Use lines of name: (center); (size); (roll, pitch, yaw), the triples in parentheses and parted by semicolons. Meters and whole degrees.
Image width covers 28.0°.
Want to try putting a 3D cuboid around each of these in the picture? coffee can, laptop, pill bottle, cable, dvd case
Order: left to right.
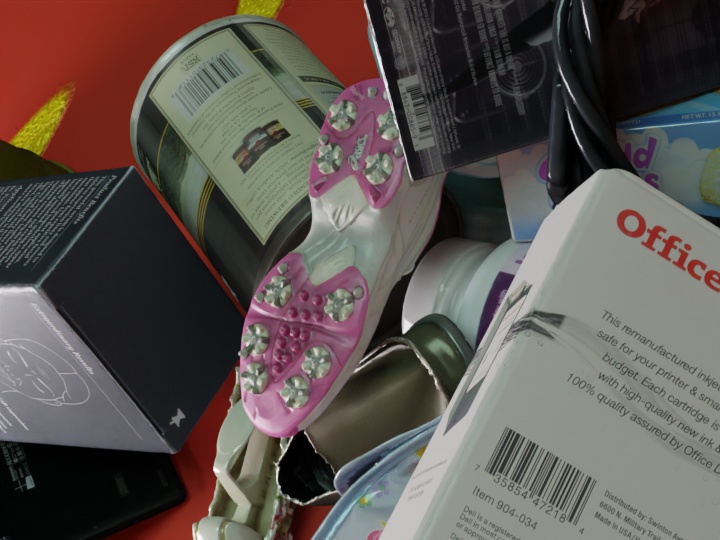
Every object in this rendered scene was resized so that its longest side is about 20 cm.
laptop: (-0.238, 0.163, 1.049); (0.198, 0.117, 0.188); (-22, 51, -12)
coffee can: (-0.045, -0.054, 0.938); (0.146, 0.146, 0.200); (-45, 49, 6)
dvd case: (0.100, -0.144, 0.721); (0.197, 0.150, 0.016); (-17, 19, -3)
pill bottle: (0.123, 0.040, 0.795); (0.198, 0.112, 0.113); (15, 75, 38)
cable: (0.172, -0.092, 0.690); (0.161, 0.051, 0.203); (7, 107, 12)

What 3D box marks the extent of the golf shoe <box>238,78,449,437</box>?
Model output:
golf shoe: (0.000, 0.000, 0.794); (0.075, 0.091, 0.202); (26, 95, 32)

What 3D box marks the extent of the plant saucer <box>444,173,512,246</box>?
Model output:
plant saucer: (0.108, -0.095, 0.927); (0.198, 0.036, 0.202); (-16, 58, 27)

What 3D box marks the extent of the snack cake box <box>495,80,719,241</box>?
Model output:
snack cake box: (0.181, -0.079, 0.789); (0.197, 0.068, 0.116); (-4, 33, 18)

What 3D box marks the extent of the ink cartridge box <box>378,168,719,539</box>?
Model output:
ink cartridge box: (0.111, 0.082, 0.626); (0.145, 0.084, 0.201); (31, 71, -4)

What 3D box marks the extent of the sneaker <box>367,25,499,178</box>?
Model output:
sneaker: (0.057, -0.156, 0.869); (0.201, 0.078, 0.132); (-112, 29, -47)

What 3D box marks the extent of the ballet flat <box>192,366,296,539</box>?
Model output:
ballet flat: (-0.075, 0.147, 0.909); (0.075, 0.064, 0.203); (-4, 65, 31)

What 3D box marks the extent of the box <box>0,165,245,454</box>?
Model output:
box: (-0.197, 0.027, 0.938); (0.198, 0.149, 0.108); (-1, 43, 41)

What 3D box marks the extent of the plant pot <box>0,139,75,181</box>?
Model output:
plant pot: (-0.338, -0.037, 1.101); (0.198, 0.193, 0.203); (-15, 59, 27)

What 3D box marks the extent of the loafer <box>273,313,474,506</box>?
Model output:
loafer: (0.008, 0.092, 0.816); (0.076, 0.069, 0.200); (57, 145, 14)

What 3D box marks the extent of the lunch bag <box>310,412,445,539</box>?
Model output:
lunch bag: (0.048, 0.171, 0.741); (0.127, 0.169, 0.201); (30, 87, 35)
